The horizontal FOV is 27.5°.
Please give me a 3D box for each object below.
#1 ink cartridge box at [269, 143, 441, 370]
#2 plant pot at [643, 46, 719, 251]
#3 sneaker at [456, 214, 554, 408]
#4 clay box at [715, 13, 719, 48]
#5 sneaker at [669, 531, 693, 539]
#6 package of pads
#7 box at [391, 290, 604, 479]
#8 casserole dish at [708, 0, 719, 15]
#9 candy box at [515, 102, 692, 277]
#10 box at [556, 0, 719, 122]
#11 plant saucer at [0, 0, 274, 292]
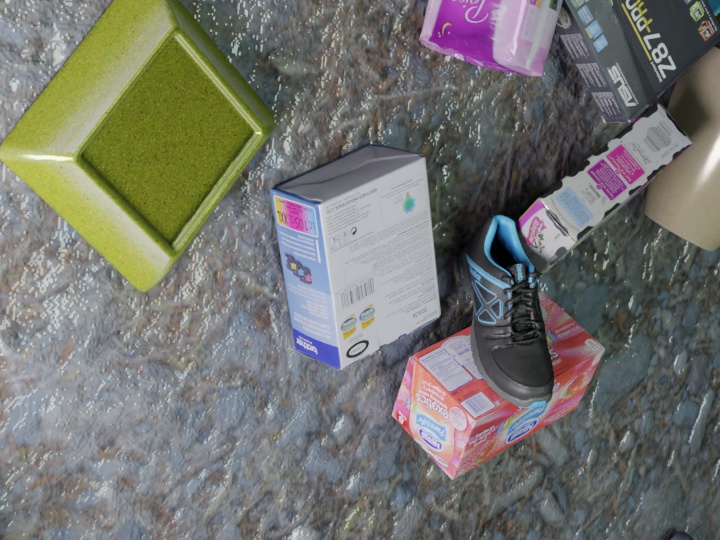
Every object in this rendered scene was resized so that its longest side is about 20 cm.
[{"bbox_3d":[0.000,0.000,1.383,0.136,0.076,0.202,-26,119,-34],"label":"ink cartridge box"},{"bbox_3d":[0.410,-0.131,1.672,0.186,0.187,0.201,17,106,-45],"label":"plant pot"},{"bbox_3d":[0.146,0.039,1.459,0.072,0.202,0.082,-6,149,-21],"label":"sneaker"},{"bbox_3d":[0.485,-0.340,1.743,0.115,0.047,0.201,36,78,-42],"label":"clay box"},{"bbox_3d":[0.436,0.444,1.942,0.070,0.082,0.202,-19,116,-37],"label":"sneaker"},{"bbox_3d":[0.135,-0.291,1.379,0.075,0.120,0.202,9,98,-50],"label":"package of pads"},{"bbox_3d":[0.142,0.115,1.523,0.199,0.103,0.095,-24,146,-36],"label":"box"},{"bbox_3d":[0.375,-0.344,1.640,0.200,0.039,0.122,-41,124,-26],"label":"casserole dish"},{"bbox_3d":[0.239,-0.077,1.542,0.200,0.136,0.061,-38,84,-29],"label":"candy box"},{"bbox_3d":[0.273,-0.280,1.525,0.161,0.049,0.201,-40,112,-19],"label":"box"},{"bbox_3d":[-0.165,-0.108,1.211,0.201,0.048,0.200,-55,133,-15],"label":"plant saucer"}]
